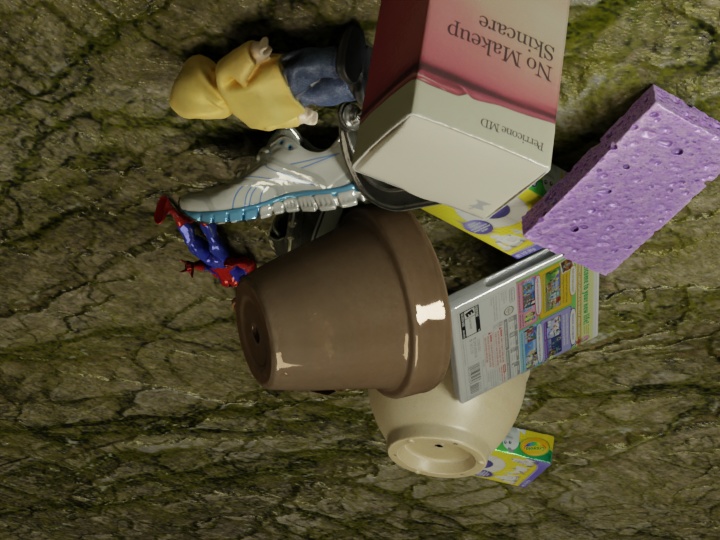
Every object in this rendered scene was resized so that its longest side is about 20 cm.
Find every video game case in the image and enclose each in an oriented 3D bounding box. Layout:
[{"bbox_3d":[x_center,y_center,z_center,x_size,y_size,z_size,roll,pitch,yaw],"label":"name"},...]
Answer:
[{"bbox_3d":[0.178,0.051,1.696,0.180,0.022,0.201,-26,146,-9],"label":"video game case"}]

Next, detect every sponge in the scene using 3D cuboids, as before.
[{"bbox_3d":[0.252,-0.079,1.467,0.111,0.030,0.200,22,132,-26],"label":"sponge"}]

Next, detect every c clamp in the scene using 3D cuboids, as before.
[{"bbox_3d":[0.052,-0.134,1.444,0.198,0.027,0.172,-15,116,40],"label":"c clamp"}]

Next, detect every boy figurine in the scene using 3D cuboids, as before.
[{"bbox_3d":[-0.082,-0.170,1.432,0.198,0.065,0.124,-5,151,28],"label":"boy figurine"}]

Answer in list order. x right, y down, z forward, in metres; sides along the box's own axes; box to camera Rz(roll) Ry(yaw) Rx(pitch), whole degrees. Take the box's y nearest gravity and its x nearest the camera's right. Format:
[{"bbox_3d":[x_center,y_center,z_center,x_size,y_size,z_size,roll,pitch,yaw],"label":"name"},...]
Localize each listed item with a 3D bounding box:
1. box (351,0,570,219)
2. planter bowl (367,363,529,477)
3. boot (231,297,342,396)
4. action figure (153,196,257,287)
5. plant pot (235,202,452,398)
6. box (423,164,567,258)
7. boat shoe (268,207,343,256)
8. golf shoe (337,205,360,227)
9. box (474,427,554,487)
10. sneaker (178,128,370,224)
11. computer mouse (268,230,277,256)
[{"bbox_3d":[0.083,-0.165,1.230,0.127,0.202,0.109,19,153,-19],"label":"box"},{"bbox_3d":[0.097,0.162,1.848,0.197,0.136,0.201,8,151,4],"label":"planter bowl"},{"bbox_3d":[-0.082,0.091,1.937,0.073,0.076,0.199,-16,143,44],"label":"boot"},{"bbox_3d":[-0.168,-0.017,1.784,0.065,0.052,0.200,-6,152,21],"label":"action figure"},{"bbox_3d":[-0.028,0.042,1.552,0.173,0.202,0.201,-12,160,-20],"label":"plant pot"},{"bbox_3d":[0.123,-0.084,1.535,0.199,0.049,0.117,27,148,-28],"label":"box"},{"bbox_3d":[-0.064,-0.045,1.673,0.063,0.071,0.201,15,143,-7],"label":"boat shoe"},{"bbox_3d":[0.000,0.000,1.732,0.072,0.093,0.202,15,132,8],"label":"golf shoe"},{"bbox_3d":[0.160,0.248,2.197,0.197,0.049,0.118,15,153,-7],"label":"box"},{"bbox_3d":[-0.088,-0.098,1.555,0.197,0.088,0.075,-10,-169,7],"label":"sneaker"},{"bbox_3d":[-0.045,0.010,1.808,0.058,0.034,0.200,-9,148,34],"label":"computer mouse"}]
